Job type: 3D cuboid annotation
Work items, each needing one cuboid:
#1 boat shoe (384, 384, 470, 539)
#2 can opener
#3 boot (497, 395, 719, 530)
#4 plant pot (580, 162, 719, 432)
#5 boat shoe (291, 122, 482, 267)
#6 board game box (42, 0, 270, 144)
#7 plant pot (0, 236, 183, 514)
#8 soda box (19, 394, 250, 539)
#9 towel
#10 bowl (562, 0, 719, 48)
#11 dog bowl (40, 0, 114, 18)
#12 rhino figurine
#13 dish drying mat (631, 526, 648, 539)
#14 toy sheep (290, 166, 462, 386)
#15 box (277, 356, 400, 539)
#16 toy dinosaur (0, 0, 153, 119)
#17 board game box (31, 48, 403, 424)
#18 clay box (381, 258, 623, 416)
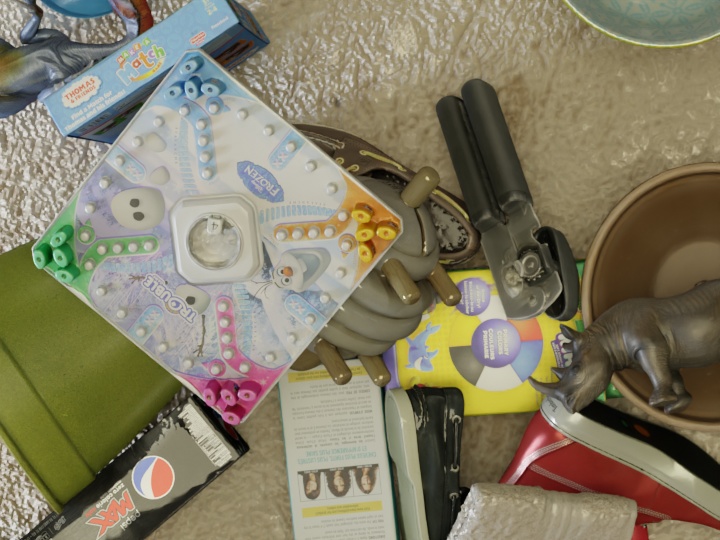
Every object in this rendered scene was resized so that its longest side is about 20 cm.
[{"bbox_3d":[0.064,0.176,1.743,0.066,0.075,0.201,-13,110,-11],"label":"boat shoe"},{"bbox_3d":[0.115,-0.050,1.735,0.053,0.067,0.201,-32,60,29],"label":"can opener"},{"bbox_3d":[0.193,0.187,1.740,0.199,0.073,0.145,25,108,-19],"label":"boot"},{"bbox_3d":[0.266,0.019,1.727,0.199,0.093,0.202,0,91,4],"label":"plant pot"},{"bbox_3d":[0.004,-0.061,1.758,0.199,0.060,0.072,27,94,3],"label":"boat shoe"},{"bbox_3d":[-0.149,-0.150,1.696,0.151,0.200,0.037,-33,88,4],"label":"board game box"},{"bbox_3d":[-0.208,0.048,1.723,0.192,0.200,0.201,-34,89,-7],"label":"plant pot"},{"bbox_3d":[-0.184,0.182,1.773,0.200,0.071,0.063,-40,88,4],"label":"soda box"},{"bbox_3d":[0.116,0.236,1.706,0.132,0.035,0.201,7,131,-16],"label":"towel"},{"bbox_3d":[0.229,-0.266,1.713,0.199,0.108,0.202,0,92,4],"label":"bowl"},{"bbox_3d":[-0.170,-0.269,1.769,0.199,0.050,0.112,-22,91,4],"label":"dog bowl"},{"bbox_3d":[0.220,0.058,1.655,0.199,0.060,0.088,-14,72,5],"label":"rhino figurine"},{"bbox_3d":[0.190,0.220,1.777,0.076,0.018,0.202,-7,90,1],"label":"dish drying mat"},{"bbox_3d":[0.000,0.000,1.680,0.138,0.138,0.200,43,114,2],"label":"toy sheep"},{"bbox_3d":[-0.014,0.170,1.772,0.082,0.049,0.202,-6,91,5],"label":"box"},{"bbox_3d":[-0.254,-0.169,1.745,0.180,0.200,0.106,-10,83,-16],"label":"toy dinosaur"},{"bbox_3d":[-0.105,-0.020,1.610,0.200,0.026,0.200,39,105,-4],"label":"board game box"},{"bbox_3d":[0.116,0.053,1.761,0.198,0.048,0.116,-5,92,5],"label":"clay box"}]
